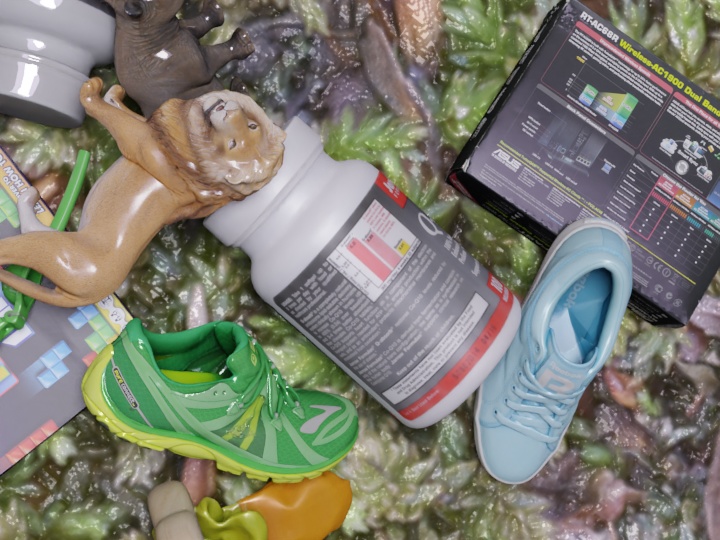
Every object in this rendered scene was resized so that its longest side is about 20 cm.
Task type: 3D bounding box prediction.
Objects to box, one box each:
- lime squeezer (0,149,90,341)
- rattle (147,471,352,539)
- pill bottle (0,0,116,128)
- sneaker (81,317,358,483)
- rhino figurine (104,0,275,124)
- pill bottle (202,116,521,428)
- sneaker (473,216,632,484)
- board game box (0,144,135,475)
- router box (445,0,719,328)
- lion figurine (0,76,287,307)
[{"bbox_3d":[-0.232,0.010,0.840,0.200,0.038,0.071,-39,60,-9],"label":"lime squeezer"},{"bbox_3d":[-0.062,0.177,0.818,0.142,0.200,0.131,-4,73,-7],"label":"rattle"},{"bbox_3d":[-0.197,-0.201,0.873,0.110,0.111,0.202,14,83,-8],"label":"pill bottle"},{"bbox_3d":[-0.077,0.081,0.859,0.199,0.074,0.084,16,117,-33],"label":"sneaker"},{"bbox_3d":[-0.117,-0.136,0.861,0.087,0.201,0.060,-36,50,-17],"label":"rhino figurine"},{"bbox_3d":[0.000,0.000,0.882,0.200,0.116,0.116,42,80,-9],"label":"pill bottle"},{"bbox_3d":[0.124,0.063,0.894,0.073,0.082,0.201,17,108,2],"label":"sneaker"},{"bbox_3d":[-0.257,0.026,0.874,0.165,0.057,0.200,-39,92,-11],"label":"board game box"},{"bbox_3d":[0.181,-0.075,0.951,0.199,0.062,0.150,34,82,-5],"label":"router box"},{"bbox_3d":[-0.143,-0.038,0.803,0.122,0.072,0.200,40,92,9],"label":"lion figurine"}]
